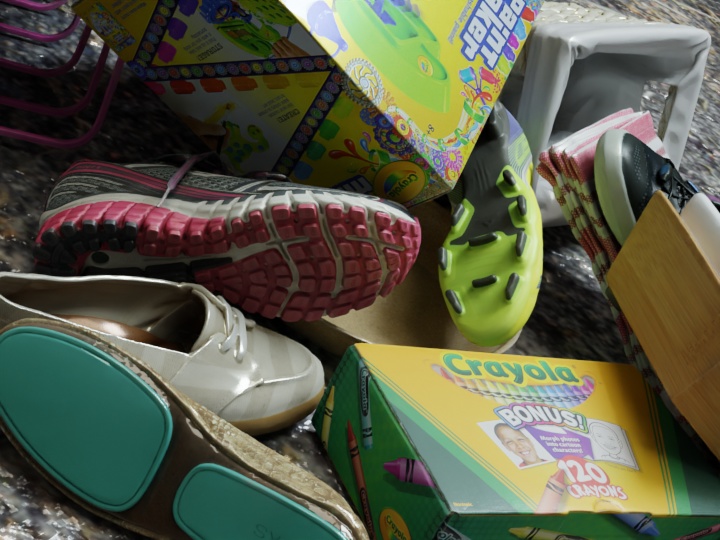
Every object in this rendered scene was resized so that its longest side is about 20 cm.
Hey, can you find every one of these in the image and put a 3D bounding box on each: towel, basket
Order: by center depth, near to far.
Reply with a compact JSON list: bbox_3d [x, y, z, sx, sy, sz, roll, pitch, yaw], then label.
[{"bbox_3d":[0.186,-0.001,1.026,0.146,0.030,0.201,-28,95,-56],"label":"towel"},{"bbox_3d":[0.136,-0.118,1.132,0.123,0.137,0.199,25,22,34],"label":"basket"}]

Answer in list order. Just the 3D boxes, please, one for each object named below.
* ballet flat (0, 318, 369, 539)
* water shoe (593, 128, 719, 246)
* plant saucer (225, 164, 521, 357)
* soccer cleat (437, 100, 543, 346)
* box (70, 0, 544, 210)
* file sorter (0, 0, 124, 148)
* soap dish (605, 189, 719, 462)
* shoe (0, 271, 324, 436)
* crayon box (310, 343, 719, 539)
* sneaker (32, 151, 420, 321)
[{"bbox_3d":[-0.081,0.090,0.722,0.199,0.071,0.065,35,2,9],"label":"ballet flat"},{"bbox_3d":[0.217,-0.020,0.982,0.200,0.079,0.072,48,38,-28],"label":"water shoe"},{"bbox_3d":[0.000,0.000,0.948,0.199,0.036,0.201,21,30,-13],"label":"plant saucer"},{"bbox_3d":[0.084,-0.024,0.958,0.201,0.064,0.084,-92,156,-47],"label":"soccer cleat"},{"bbox_3d":[-0.016,-0.159,0.888,0.193,0.122,0.201,45,50,-23],"label":"box"},{"bbox_3d":[-0.213,-0.180,0.967,0.138,0.126,0.200,13,31,-23],"label":"file sorter"},{"bbox_3d":[0.224,0.068,0.901,0.200,0.081,0.158,49,13,-29],"label":"soap dish"},{"bbox_3d":[-0.100,0.038,0.783,0.199,0.054,0.070,8,34,-31],"label":"shoe"},{"bbox_3d":[0.087,0.102,0.830,0.199,0.058,0.119,6,36,-34],"label":"crayon box"},{"bbox_3d":[-0.067,-0.028,0.836,0.198,0.081,0.075,4,42,-3],"label":"sneaker"}]
